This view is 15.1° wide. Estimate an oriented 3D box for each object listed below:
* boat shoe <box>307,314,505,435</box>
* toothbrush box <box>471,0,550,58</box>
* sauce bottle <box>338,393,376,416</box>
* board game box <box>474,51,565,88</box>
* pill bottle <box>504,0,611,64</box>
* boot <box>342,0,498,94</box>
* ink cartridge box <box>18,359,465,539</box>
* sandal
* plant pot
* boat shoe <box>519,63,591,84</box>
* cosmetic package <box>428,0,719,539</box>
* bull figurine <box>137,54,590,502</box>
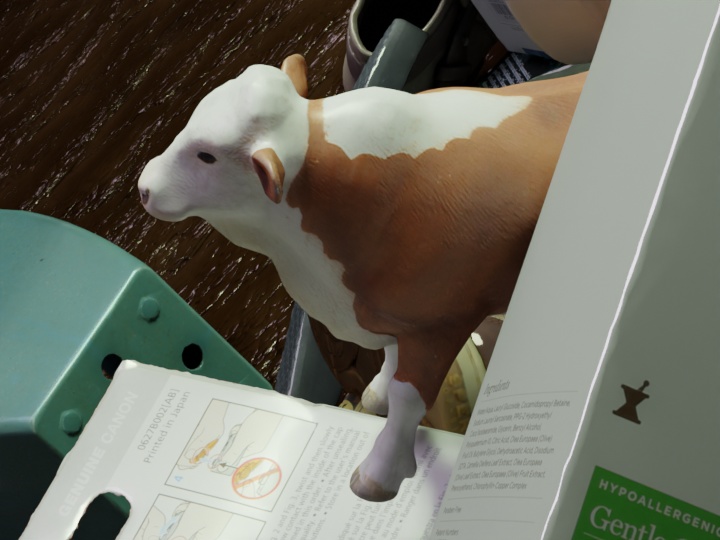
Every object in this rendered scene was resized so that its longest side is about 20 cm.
[{"bbox_3d":[0.024,0.003,0.901,0.071,0.073,0.200,-17,23,-11],"label":"boat shoe"},{"bbox_3d":[0.133,-0.177,1.087,0.200,0.085,0.146,-41,17,-8],"label":"toothbrush box"},{"bbox_3d":[0.005,0.083,0.932,0.201,0.066,0.066,-55,19,-24],"label":"sauce bottle"},{"bbox_3d":[0.066,-0.039,1.101,0.135,0.028,0.200,-45,17,10],"label":"board game box"},{"bbox_3d":[0.135,-0.130,0.763,0.199,0.117,0.117,-15,32,27],"label":"pill bottle"},{"bbox_3d":[0.051,-0.153,1.218,0.146,0.070,0.201,48,-117,-76],"label":"boot"},{"bbox_3d":[-0.013,0.115,0.768,0.199,0.050,0.161,9,52,28],"label":"ink cartridge box"},{"bbox_3d":[0.000,0.000,1.085,0.076,0.043,0.202,175,108,-83],"label":"sandal"},{"bbox_3d":[-0.141,0.061,1.215,0.199,0.141,0.142,-6,45,55],"label":"plant pot"},{"bbox_3d":[0.071,-0.040,0.976,0.199,0.057,0.069,-24,55,25],"label":"boat shoe"},{"bbox_3d":[0.095,0.022,0.684,0.201,0.107,0.085,-71,16,-10],"label":"cosmetic package"},{"bbox_3d":[0.037,-0.009,0.752,0.065,0.198,0.122,-124,31,-50],"label":"bull figurine"}]
